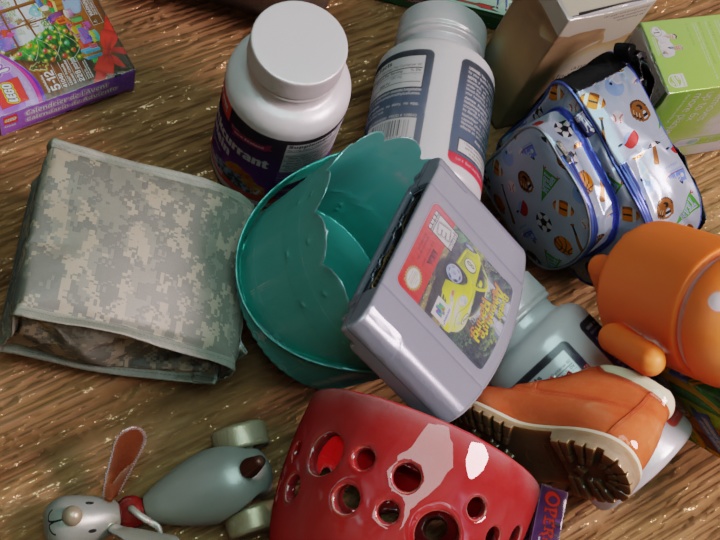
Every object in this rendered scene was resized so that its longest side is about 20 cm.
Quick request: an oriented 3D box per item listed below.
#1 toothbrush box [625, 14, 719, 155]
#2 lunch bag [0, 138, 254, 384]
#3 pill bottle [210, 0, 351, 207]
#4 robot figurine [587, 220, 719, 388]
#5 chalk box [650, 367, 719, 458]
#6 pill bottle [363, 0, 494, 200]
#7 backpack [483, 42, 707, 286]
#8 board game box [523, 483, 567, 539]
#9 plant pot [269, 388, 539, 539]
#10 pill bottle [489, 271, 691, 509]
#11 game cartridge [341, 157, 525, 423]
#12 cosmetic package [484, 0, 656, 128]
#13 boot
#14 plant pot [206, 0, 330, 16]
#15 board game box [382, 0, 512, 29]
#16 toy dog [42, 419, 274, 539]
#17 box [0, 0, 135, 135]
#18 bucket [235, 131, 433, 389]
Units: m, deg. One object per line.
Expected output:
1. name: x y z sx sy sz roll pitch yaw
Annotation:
1. toothbrush box: 0.353 -0.188 1.200 0.199 0.146 0.087 -10 69 -18
2. lunch bag: -0.189 0.001 1.000 0.199 0.118 0.165 14 63 -20
3. pill bottle: -0.070 -0.147 1.049 0.111 0.200 0.112 5 65 -11
4. robot figurine: 0.274 0.025 0.955 0.143 0.200 0.117 6 102 -30
5. chalk box: 0.338 0.090 1.056 0.124 0.200 0.125 -42 111 -7
6. pill bottle: 0.067 -0.152 1.130 0.119 0.120 0.201 14 64 -7
7. backpack: 0.221 -0.082 1.106 0.154 0.200 0.191 -37 86 -19
8. board game box: 0.122 0.284 0.955 0.032 0.120 0.201 19 65 -5
9. plant pot: 0.017 0.214 0.921 0.199 0.200 0.183 26 74 -1
10. pill bottle: 0.186 0.102 1.045 0.111 0.112 0.200 -38 80 -25
11. game cartridge: 0.067 0.018 0.937 0.133 0.041 0.201 48 46 -23
12. cosmetic package: 0.192 -0.225 1.147 0.105 0.200 0.071 -17 73 -19
13. boot: 0.155 0.118 0.956 0.107 0.199 0.075 -46 128 -33
14. plant pot: -0.111 -0.338 1.136 0.197 0.200 0.201 19 64 -13
15. board game box: 0.121 -0.331 1.271 0.199 0.029 0.135 12 66 -9
16. toy dog: -0.147 0.182 0.947 0.199 0.096 0.132 -33 78 -24
17. box: -0.318 -0.239 1.119 0.136 0.039 0.201 -25 75 -21
18. bucket: 0.000 0.000 1.003 0.206 0.134 0.208 21 56 -36
